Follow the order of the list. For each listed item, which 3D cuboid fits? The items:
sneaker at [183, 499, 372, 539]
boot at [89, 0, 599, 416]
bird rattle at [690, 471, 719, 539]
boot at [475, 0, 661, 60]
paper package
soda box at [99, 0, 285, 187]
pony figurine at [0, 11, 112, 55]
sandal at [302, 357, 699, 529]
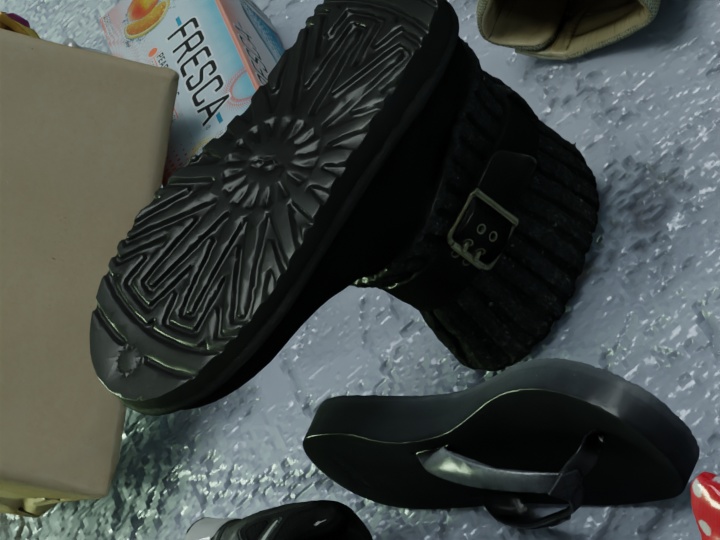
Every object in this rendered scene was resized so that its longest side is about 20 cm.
[{"bbox_3d":[-0.034,0.164,1.122,0.090,0.066,0.201,-26,38,30],"label":"sneaker"},{"bbox_3d":[0.002,0.000,1.166,0.079,0.158,0.211,30,76,42],"label":"boot"},{"bbox_3d":[0.113,0.170,0.947,0.163,0.112,0.200,-52,29,21],"label":"bird rattle"},{"bbox_3d":[0.079,-0.170,1.329,0.199,0.072,0.155,1,59,46],"label":"boot"},{"bbox_3d":[-0.191,-0.008,1.290,0.103,0.190,0.201,156,125,-66],"label":"paper package"},{"bbox_3d":[-0.061,-0.069,1.372,0.063,0.068,0.200,-38,37,11],"label":"soda box"},{"bbox_3d":[-0.196,-0.062,1.431,0.166,0.200,0.194,32,96,47],"label":"pony figurine"},{"bbox_3d":[0.052,0.077,1.120,0.200,0.076,0.043,-13,45,52],"label":"sandal"}]
